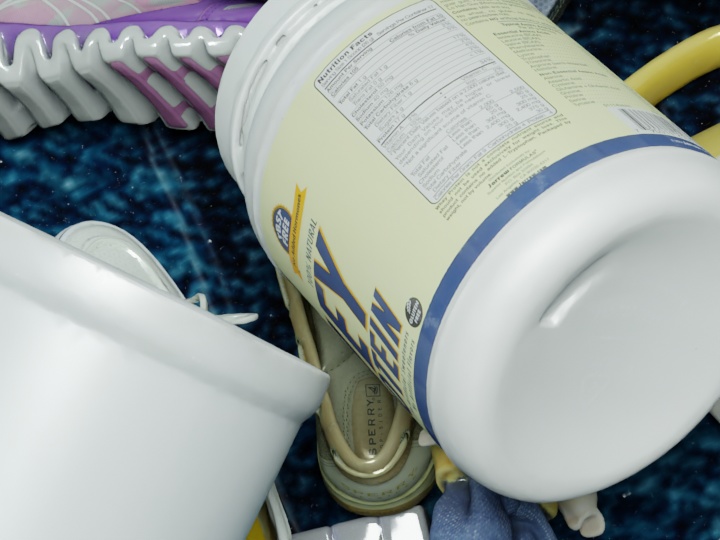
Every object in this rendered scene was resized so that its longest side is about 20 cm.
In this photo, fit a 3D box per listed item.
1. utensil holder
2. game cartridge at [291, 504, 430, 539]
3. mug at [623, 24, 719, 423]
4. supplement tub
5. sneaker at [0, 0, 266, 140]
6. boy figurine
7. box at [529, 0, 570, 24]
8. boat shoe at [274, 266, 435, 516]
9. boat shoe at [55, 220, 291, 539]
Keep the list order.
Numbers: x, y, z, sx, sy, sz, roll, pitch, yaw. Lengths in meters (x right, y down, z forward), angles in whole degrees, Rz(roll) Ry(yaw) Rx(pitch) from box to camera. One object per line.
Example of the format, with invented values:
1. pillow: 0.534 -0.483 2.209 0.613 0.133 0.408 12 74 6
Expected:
1. utensil holder: -0.127 0.091 0.881 0.169 0.170 0.201 25 88 9
2. game cartridge: -0.008 0.209 1.025 0.129 0.038 0.201 -12 77 -2
3. mug: 0.192 -0.032 1.010 0.153 0.149 0.187 -36 84 -12
4. supplement tub: 0.044 -0.024 0.932 0.145 0.145 0.200 -40 47 -5
5. sneaker: -0.111 -0.111 1.074 0.199 0.081 0.089 -1 66 15
6. boy figurine: 0.067 0.070 1.015 0.064 0.124 0.201 -11 55 36
7. box: 0.040 -0.183 1.097 0.157 0.051 0.201 31 81 9
8. boat shoe: -0.002 0.001 1.045 0.073 0.063 0.202 -5 67 4
9. boat shoe: -0.078 0.048 1.014 0.074 0.086 0.203 -4 56 -28
